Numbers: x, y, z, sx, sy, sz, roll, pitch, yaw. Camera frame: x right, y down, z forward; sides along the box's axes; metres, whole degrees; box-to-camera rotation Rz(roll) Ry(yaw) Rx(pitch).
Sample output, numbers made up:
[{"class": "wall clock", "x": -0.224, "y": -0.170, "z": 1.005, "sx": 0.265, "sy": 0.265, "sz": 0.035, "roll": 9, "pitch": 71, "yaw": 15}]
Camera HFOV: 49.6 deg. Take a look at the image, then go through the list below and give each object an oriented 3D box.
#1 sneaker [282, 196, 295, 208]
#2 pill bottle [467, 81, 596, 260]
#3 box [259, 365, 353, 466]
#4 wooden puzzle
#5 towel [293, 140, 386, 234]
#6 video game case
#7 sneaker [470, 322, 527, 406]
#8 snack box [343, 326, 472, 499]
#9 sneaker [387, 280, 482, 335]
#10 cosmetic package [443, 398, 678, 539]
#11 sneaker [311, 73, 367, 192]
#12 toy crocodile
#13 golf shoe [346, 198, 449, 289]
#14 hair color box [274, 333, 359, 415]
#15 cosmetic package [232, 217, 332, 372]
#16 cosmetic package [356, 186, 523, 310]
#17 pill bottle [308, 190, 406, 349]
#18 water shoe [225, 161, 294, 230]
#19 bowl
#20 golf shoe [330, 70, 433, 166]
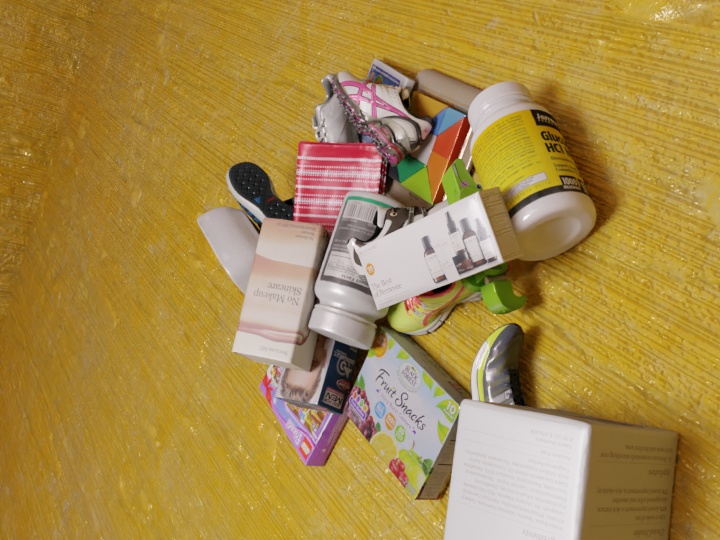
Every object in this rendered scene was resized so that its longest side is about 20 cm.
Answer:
[{"class": "sneaker", "x": -0.082, "y": -0.091, "z": 1.307, "sx": 0.198, "sy": 0.081, "sz": 0.077, "roll": -5, "pitch": 76, "yaw": 51}, {"class": "pill bottle", "x": 0.197, "y": -0.124, "z": 0.935, "sx": 0.112, "sy": 0.111, "sz": 0.203, "roll": -41, "pitch": 51, "yaw": 37}, {"class": "box", "x": -0.088, "y": 0.197, "z": 1.270, "sx": 0.200, "sy": 0.039, "sz": 0.139, "roll": 48, "pitch": 116, "yaw": 46}, {"class": "wooden puzzle", "x": 0.101, "y": -0.182, "z": 1.136, "sx": 0.185, "sy": 0.037, "sz": 0.203, "roll": 40, "pitch": 111, "yaw": 50}, {"class": "towel", "x": -0.035, "y": -0.095, "z": 1.199, "sx": 0.141, "sy": 0.022, "sz": 0.205, "roll": 6, "pitch": 97, "yaw": 10}, {"class": "video game case", "x": 0.015, "y": -0.227, "z": 1.251, "sx": 0.203, "sy": 0.018, "sz": 0.143, "roll": -67, "pitch": 29, "yaw": 17}, {"class": "sneaker", "x": 0.176, "y": 0.165, "z": 0.928, "sx": 0.080, "sy": 0.073, "sz": 0.205, "roll": 11, "pitch": 95, "yaw": 43}, {"class": "snack box", "x": 0.066, "y": 0.190, "z": 1.064, "sx": 0.200, "sy": 0.052, "sz": 0.144, "roll": 41, "pitch": 111, "yaw": 49}, {"class": "sneaker", "x": 0.091, "y": 0.024, "z": 1.048, "sx": 0.199, "sy": 0.089, "sz": 0.080, "roll": -38, "pitch": 54, "yaw": 42}, {"class": "cosmetic package", "x": 0.198, "y": 0.247, "z": 0.786, "sx": 0.165, "sy": 0.165, "sz": 0.205, "roll": 1, "pitch": 80, "yaw": 50}, {"class": "sneaker", "x": -0.042, "y": -0.217, "z": 1.241, "sx": 0.074, "sy": 0.086, "sz": 0.205, "roll": -13, "pitch": 67, "yaw": 57}, {"class": "toy crocodile", "x": 0.147, "y": -0.042, "z": 0.954, "sx": 0.068, "sy": 0.060, "sz": 0.204, "roll": 122, "pitch": 135, "yaw": -59}, {"class": "golf shoe", "x": 0.070, "y": -0.061, "z": 1.033, "sx": 0.199, "sy": 0.095, "sz": 0.078, "roll": -39, "pitch": 2, "yaw": -14}, {"class": "hair color box", "x": -0.053, "y": 0.109, "z": 1.191, "sx": 0.099, "sy": 0.060, "sz": 0.204, "roll": 0, "pitch": 68, "yaw": 43}, {"class": "cosmetic package", "x": -0.108, "y": 0.036, "z": 1.142, "sx": 0.101, "sy": 0.087, "sz": 0.205, "roll": 7, "pitch": 77, "yaw": 17}, {"class": "cosmetic package", "x": 0.087, "y": -0.022, "z": 0.911, "sx": 0.198, "sy": 0.050, "sz": 0.084, "roll": -24, "pitch": 83, "yaw": 43}, {"class": "pill bottle", "x": 0.000, "y": 0.000, "z": 1.107, "sx": 0.112, "sy": 0.112, "sz": 0.204, "roll": 6, "pitch": 75, "yaw": 52}, {"class": "water shoe", "x": -0.163, "y": -0.097, "z": 1.295, "sx": 0.201, "sy": 0.071, "sz": 0.080, "roll": 50, "pitch": 151, "yaw": 30}, {"class": "bowl", "x": -0.172, "y": -0.012, "z": 1.285, "sx": 0.074, "sy": 0.201, "sz": 0.200, "roll": -39, "pitch": 43, "yaw": -1}, {"class": "golf shoe", "x": 0.030, "y": -0.240, "z": 1.156, "sx": 0.091, "sy": 0.073, "sz": 0.201, "roll": -37, "pitch": 57, "yaw": -3}]
